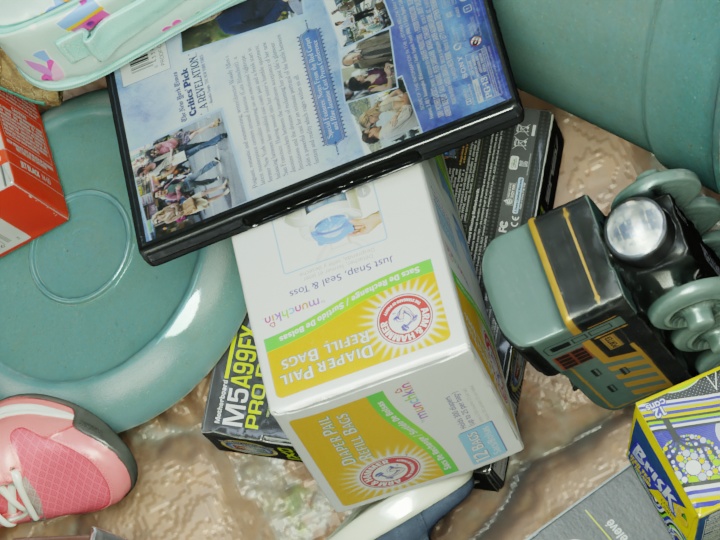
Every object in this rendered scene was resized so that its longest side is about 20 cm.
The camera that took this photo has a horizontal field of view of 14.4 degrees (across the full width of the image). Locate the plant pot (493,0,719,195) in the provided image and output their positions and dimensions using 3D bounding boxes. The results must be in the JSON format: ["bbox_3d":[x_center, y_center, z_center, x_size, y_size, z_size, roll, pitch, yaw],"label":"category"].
[{"bbox_3d":[0.145,-0.153,1.461,0.195,0.200,0.201,22,80,26],"label":"plant pot"}]

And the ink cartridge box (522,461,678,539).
[{"bbox_3d":[0.165,0.192,1.401,0.200,0.047,0.198,-34,70,-18],"label":"ink cartridge box"}]

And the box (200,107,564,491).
[{"bbox_3d":[0.013,0.006,1.514,0.159,0.044,0.201,7,76,15],"label":"box"}]

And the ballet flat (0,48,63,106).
[{"bbox_3d":[-0.124,-0.167,1.513,0.065,0.071,0.200,38,86,6],"label":"ballet flat"}]

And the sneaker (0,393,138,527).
[{"bbox_3d":[-0.213,0.120,1.503,0.199,0.074,0.087,-2,42,20],"label":"sneaker"}]

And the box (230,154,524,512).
[{"bbox_3d":[0.000,0.000,1.412,0.101,0.113,0.201,-19,55,7],"label":"box"}]

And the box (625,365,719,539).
[{"bbox_3d":[0.235,0.067,1.407,0.199,0.064,0.070,-23,65,-12],"label":"box"}]

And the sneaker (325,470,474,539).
[{"bbox_3d":[-0.002,0.179,1.450,0.200,0.075,0.085,-43,88,16],"label":"sneaker"}]

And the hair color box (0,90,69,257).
[{"bbox_3d":[-0.242,-0.096,1.566,0.111,0.064,0.201,-28,60,15],"label":"hair color box"}]

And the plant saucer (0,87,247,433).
[{"bbox_3d":[-0.146,-0.010,1.538,0.199,0.027,0.201,-9,70,24],"label":"plant saucer"}]

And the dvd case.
[{"bbox_3d":[-0.028,-0.095,1.397,0.199,0.018,0.143,-21,56,11],"label":"dvd case"}]

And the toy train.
[{"bbox_3d":[0.135,0.015,1.404,0.113,0.200,0.086,-23,69,12],"label":"toy train"}]

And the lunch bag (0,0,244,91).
[{"bbox_3d":[-0.116,-0.186,1.429,0.199,0.077,0.161,-28,61,7],"label":"lunch bag"}]

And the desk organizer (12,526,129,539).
[{"bbox_3d":[-0.154,0.238,1.460,0.077,0.072,0.201,-8,63,48],"label":"desk organizer"}]
